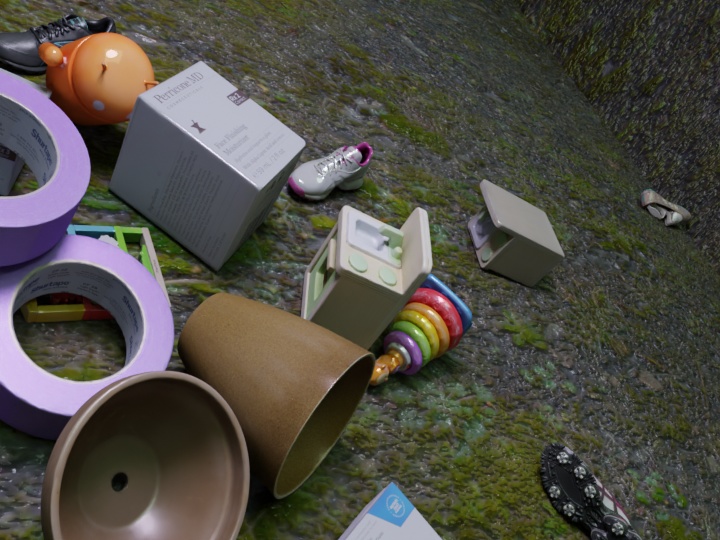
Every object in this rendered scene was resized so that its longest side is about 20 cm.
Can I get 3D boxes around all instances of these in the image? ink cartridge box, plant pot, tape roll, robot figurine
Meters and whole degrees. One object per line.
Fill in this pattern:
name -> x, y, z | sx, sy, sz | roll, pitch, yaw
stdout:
ink cartridge box -> 0.061, 0.360, 0.733 | 0.200, 0.067, 0.115 | 47, 37, 10
plant pot -> -0.111, 0.119, 0.760 | 0.198, 0.190, 0.185 | 34, 35, 17
tape roll -> -0.301, 0.067, 0.689 | 0.196, 0.066, 0.205 | 23, 47, -27
robot figurine -> -0.361, -0.262, 0.907 | 0.117, 0.196, 0.146 | -47, 126, -30
tape roll -> -0.374, -0.107, 0.643 | 0.197, 0.066, 0.204 | 29, 39, -26
plant pot -> -0.207, 0.200, 0.613 | 0.197, 0.091, 0.208 | 11, 75, -46

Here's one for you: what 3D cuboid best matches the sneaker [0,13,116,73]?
sneaker -> -0.465, -0.356, 1.005 | 0.076, 0.080, 0.198 | 49, 39, 15

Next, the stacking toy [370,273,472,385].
stacking toy -> 0.074, 0.110, 0.988 | 0.110, 0.117, 0.199 | 42, 48, 11

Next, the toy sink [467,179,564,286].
toy sink -> 0.298, -0.071, 1.345 | 0.196, 0.112, 0.133 | 20, 40, -31

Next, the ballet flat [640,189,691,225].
ballet flat -> 0.973, -0.185, 2.097 | 0.195, 0.068, 0.069 | 25, 58, -10

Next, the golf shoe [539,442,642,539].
golf shoe -> 0.348, 0.353, 1.002 | 0.202, 0.077, 0.088 | 54, 19, 15

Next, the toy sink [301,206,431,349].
toy sink -> 0.000, 0.000, 0.926 | 0.109, 0.201, 0.133 | 22, 40, -20

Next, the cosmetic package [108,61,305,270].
cosmetic package -> -0.216, -0.151, 0.935 | 0.198, 0.166, 0.166 | 36, 37, -3

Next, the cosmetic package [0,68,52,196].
cosmetic package -> -0.450, -0.179, 0.799 | 0.099, 0.075, 0.202 | 20, 27, -24

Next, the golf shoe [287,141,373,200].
golf shoe -> -0.050, -0.186, 1.179 | 0.076, 0.092, 0.198 | 49, 39, 12

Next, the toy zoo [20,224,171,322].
toy zoo -> -0.340, 0.000, 0.795 | 0.196, 0.021, 0.133 | 0, 52, -41
